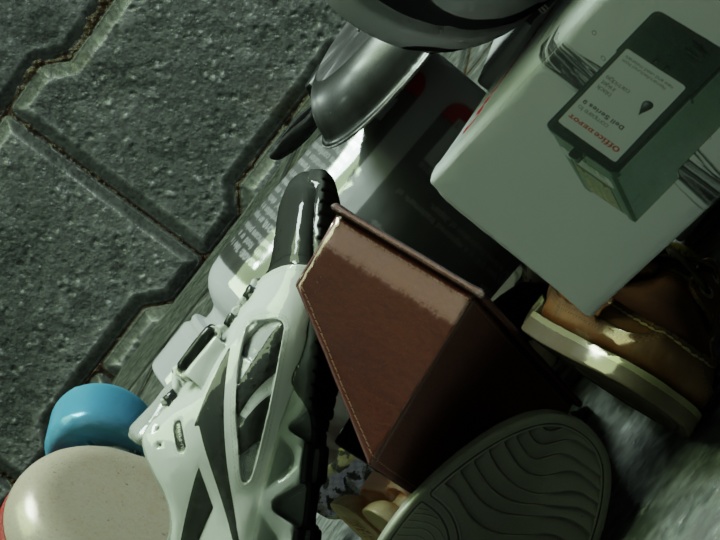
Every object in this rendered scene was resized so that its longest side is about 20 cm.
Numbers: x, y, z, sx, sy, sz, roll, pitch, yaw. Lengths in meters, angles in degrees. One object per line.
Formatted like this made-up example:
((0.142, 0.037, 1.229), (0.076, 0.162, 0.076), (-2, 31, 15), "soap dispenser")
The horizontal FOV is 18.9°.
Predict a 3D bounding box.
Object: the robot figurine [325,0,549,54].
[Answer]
((0.047, -0.160, 0.798), (0.200, 0.149, 0.126), (137, 144, -60), "robot figurine")

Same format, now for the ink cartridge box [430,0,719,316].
((0.129, -0.098, 0.776), (0.200, 0.084, 0.146), (-47, 5, 44), "ink cartridge box")

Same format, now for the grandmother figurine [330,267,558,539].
((0.064, 0.049, 1.054), (0.200, 0.061, 0.121), (-53, 28, -17), "grandmother figurine")

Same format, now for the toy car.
((-0.132, 0.205, 1.185), (0.185, 0.176, 0.201), (-85, 17, -53), "toy car")

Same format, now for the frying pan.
((0.005, -0.104, 0.983), (0.115, 0.031, 0.190), (-54, 14, -8), "frying pan")

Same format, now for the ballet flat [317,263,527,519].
((0.035, 0.048, 1.189), (0.201, 0.072, 0.072), (-58, 9, -21), "ballet flat")

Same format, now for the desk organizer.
((0.025, 0.049, 0.896), (0.077, 0.071, 0.200), (-58, -22, -5), "desk organizer")

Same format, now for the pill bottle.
((0.000, 0.000, 1.030), (0.200, 0.114, 0.114), (-49, 8, 2), "pill bottle")

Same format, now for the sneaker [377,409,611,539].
((0.023, 0.130, 0.868), (0.201, 0.075, 0.106), (-54, 7, 7), "sneaker")

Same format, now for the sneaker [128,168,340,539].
((-0.054, 0.051, 0.922), (0.074, 0.088, 0.202), (52, -134, -73), "sneaker")

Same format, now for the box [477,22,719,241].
((0.165, -0.136, 0.987), (0.200, 0.124, 0.098), (-49, 9, 28), "box")

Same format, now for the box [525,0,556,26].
((0.101, -0.182, 0.977), (0.143, 0.036, 0.200), (-54, 7, 9), "box")

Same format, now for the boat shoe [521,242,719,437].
((0.108, 0.013, 0.871), (0.068, 0.072, 0.200), (-54, 8, 3), "boat shoe")
